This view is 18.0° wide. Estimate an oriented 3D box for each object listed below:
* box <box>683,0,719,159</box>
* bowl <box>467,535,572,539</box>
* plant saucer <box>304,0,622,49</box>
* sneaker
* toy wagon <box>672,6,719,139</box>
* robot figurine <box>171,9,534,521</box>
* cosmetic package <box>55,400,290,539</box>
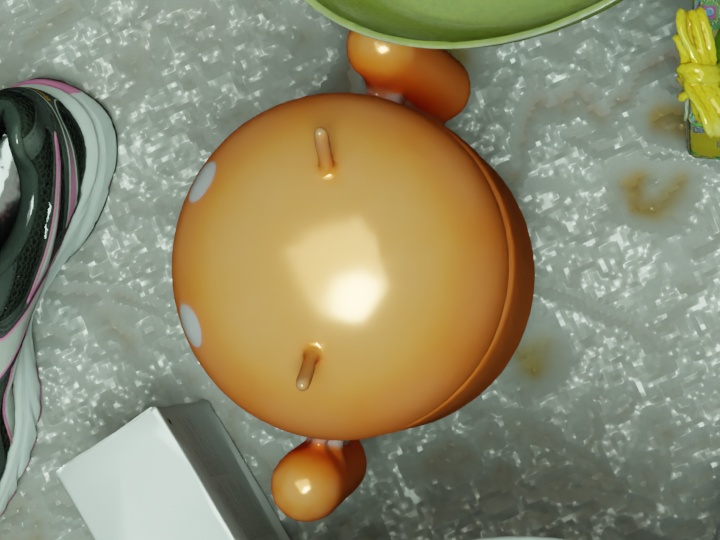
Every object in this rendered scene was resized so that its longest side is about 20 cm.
[{"bbox_3d":[0.215,-0.138,0.794,0.191,0.122,0.202,4,88,9],"label":"box"},{"bbox_3d":[0.045,0.178,0.684,0.199,0.090,0.203,0,89,-2],"label":"bowl"},{"bbox_3d":[0.054,-0.157,0.749,0.198,0.031,0.202,-12,63,23],"label":"plant saucer"},{"bbox_3d":[-0.161,0.018,0.863,0.080,0.086,0.202,16,91,11],"label":"sneaker"},{"bbox_3d":[0.187,-0.081,0.694,0.198,0.040,0.157,-14,85,-6],"label":"toy wagon"},{"bbox_3d":[0.000,-0.002,0.782,0.144,0.200,0.117,-42,83,5],"label":"robot figurine"},{"bbox_3d":[-0.035,0.147,0.841,0.050,0.083,0.201,-32,83,5],"label":"cosmetic package"}]
